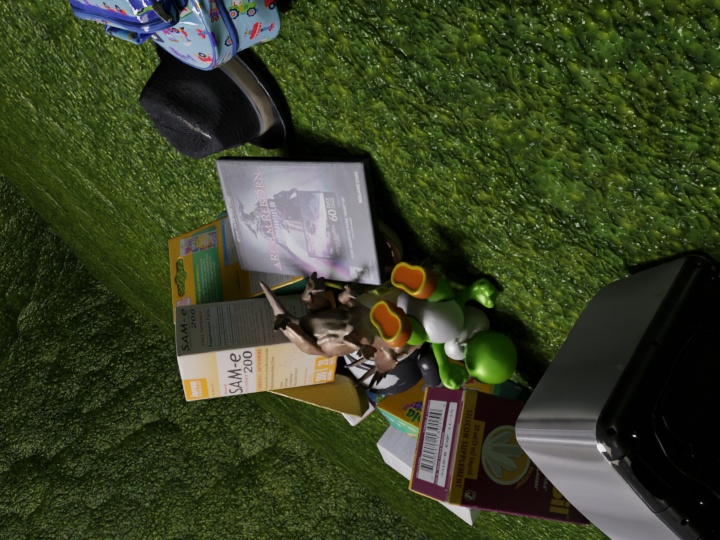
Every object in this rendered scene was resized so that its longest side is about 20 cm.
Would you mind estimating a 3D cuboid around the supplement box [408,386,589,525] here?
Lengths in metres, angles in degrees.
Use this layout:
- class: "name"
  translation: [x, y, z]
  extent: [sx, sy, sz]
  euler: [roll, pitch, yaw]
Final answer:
- class: "supplement box"
  translation: [0.174, 0.222, 0.873]
  extent: [0.199, 0.132, 0.103]
  euler: [14, 168, -20]

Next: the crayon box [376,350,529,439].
- class: "crayon box"
  translation: [0.133, 0.195, 1.025]
  extent: [0.199, 0.119, 0.058]
  euler: [17, 151, 48]

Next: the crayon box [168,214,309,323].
- class: "crayon box"
  translation: [-0.154, -0.011, 0.947]
  extent: [0.199, 0.127, 0.052]
  euler: [-19, 156, 20]

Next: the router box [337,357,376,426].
- class: "router box"
  translation: [-0.053, 0.154, 1.245]
  extent: [0.200, 0.049, 0.180]
  euler: [49, -175, -2]

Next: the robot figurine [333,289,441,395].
- class: "robot figurine"
  translation: [0.032, 0.095, 0.980]
  extent: [0.149, 0.126, 0.200]
  euler: [-5, 150, 5]

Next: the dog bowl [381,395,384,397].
- class: "dog bowl"
  translation: [0.068, 0.202, 1.187]
  extent: [0.111, 0.050, 0.200]
  euler: [24, 164, 50]

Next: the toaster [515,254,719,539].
- class: "toaster"
  translation: [0.239, 0.122, 0.551]
  extent: [0.181, 0.200, 0.119]
  euler: [43, 156, -10]

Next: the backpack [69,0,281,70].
- class: "backpack"
  translation: [-0.166, -0.250, 0.594]
  extent: [0.182, 0.135, 0.200]
  euler: [28, 160, 33]

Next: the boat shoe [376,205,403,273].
- class: "boat shoe"
  translation: [-0.028, -0.072, 0.847]
  extent: [0.199, 0.063, 0.073]
  euler: [36, 131, 8]

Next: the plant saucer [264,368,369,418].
- class: "plant saucer"
  translation: [-0.081, 0.158, 1.063]
  extent: [0.199, 0.049, 0.200]
  euler: [16, 174, 6]

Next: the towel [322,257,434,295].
- class: "towel"
  translation: [0.000, 0.000, 0.907]
  extent: [0.200, 0.086, 0.018]
  euler: [8, 118, 57]

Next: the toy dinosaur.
- class: "toy dinosaur"
  translation: [-0.028, 0.075, 0.839]
  extent: [0.198, 0.086, 0.136]
  euler: [12, 154, 12]

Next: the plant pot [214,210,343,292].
- class: "plant pot"
  translation: [-0.152, 0.002, 1.070]
  extent: [0.200, 0.142, 0.141]
  euler: [35, 180, 39]

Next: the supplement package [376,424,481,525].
- class: "supplement package"
  translation: [0.148, 0.340, 1.306]
  extent: [0.199, 0.121, 0.120]
  euler: [31, 159, 26]

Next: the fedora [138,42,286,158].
- class: "fedora"
  translation: [-0.180, -0.184, 0.818]
  extent: [0.200, 0.092, 0.201]
  euler: [35, 160, 14]

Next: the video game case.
- class: "video game case"
  translation: [-0.070, -0.059, 0.827]
  extent: [0.199, 0.019, 0.144]
  euler: [5, 118, 28]

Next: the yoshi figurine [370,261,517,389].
- class: "yoshi figurine"
  translation: [0.110, 0.070, 0.803]
  extent: [0.112, 0.113, 0.199]
  euler: [-23, 145, 34]

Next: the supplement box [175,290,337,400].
- class: "supplement box"
  translation: [-0.130, 0.098, 0.926]
  extent: [0.126, 0.198, 0.074]
  euler: [100, 161, -55]
